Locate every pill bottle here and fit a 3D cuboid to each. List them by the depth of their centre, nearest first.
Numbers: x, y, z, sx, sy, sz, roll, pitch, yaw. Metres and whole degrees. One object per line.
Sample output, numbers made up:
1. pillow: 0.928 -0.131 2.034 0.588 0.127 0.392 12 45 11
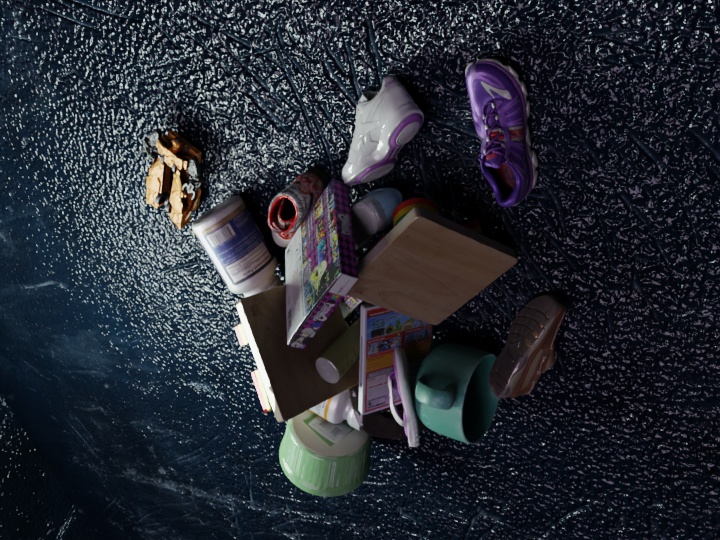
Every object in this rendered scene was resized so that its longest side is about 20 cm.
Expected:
1. pill bottle: -0.226 -0.029 1.313 0.109 0.111 0.203 -14 113 41
2. pill bottle: -0.065 0.237 1.390 0.196 0.111 0.113 26 134 17

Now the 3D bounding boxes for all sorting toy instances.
1. sorting toy: 0.099 -0.019 1.051 0.196 0.071 0.199 20 136 -30
2. sorting toy: -0.110 0.129 1.172 0.069 0.196 0.205 -25 85 45

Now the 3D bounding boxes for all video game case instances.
1. video game case: -0.067 -0.011 1.086 0.035 0.204 0.182 17 132 -25
2. video game case: 0.062 0.141 1.186 0.017 0.139 0.206 35 130 53

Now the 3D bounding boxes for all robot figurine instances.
1. robot figurine: -0.363 -0.183 1.339 0.144 0.058 0.202 36 136 8

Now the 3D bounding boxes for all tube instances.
1. tube: -0.002 0.113 1.189 0.057 0.200 0.053 -27 102 45

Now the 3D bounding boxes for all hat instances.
1. hat: 0.061 0.207 1.290 0.194 0.081 0.207 -2 102 -9

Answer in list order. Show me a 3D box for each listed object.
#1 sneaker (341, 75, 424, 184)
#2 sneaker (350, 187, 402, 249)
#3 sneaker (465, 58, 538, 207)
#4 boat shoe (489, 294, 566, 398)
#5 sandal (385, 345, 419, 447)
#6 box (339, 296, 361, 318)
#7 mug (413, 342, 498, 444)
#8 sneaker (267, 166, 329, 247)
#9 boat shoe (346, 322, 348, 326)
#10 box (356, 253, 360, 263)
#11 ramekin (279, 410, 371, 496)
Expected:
1. sneaker: 0.023 -0.208 1.045 0.200 0.074 0.101 -45 67 49
2. sneaker: 0.014 -0.087 1.130 0.075 0.081 0.199 62 158 -8
3. sneaker: 0.188 -0.180 0.919 0.079 0.083 0.204 -6 116 38
4. boat shoe: 0.275 0.123 1.095 0.070 0.077 0.203 10 126 -19
5. sandal: 0.068 0.225 1.176 0.048 0.083 0.208 -9 118 6
6. box: -0.078 0.053 1.266 0.200 0.042 0.119 -43 93 13
7. mug: 0.152 0.193 1.160 0.112 0.154 0.187 12 149 35
8. sneaker: -0.133 -0.089 1.203 0.067 0.108 0.202 42 136 1
9. boat shoe: -0.050 0.120 1.327 0.198 0.071 0.070 36 135 -4
10. box: 0.000 0.000 1.199 0.198 0.039 0.042 35 99 4
11. ramekin: -0.067 0.350 1.419 0.196 0.200 0.100 24 126 18
